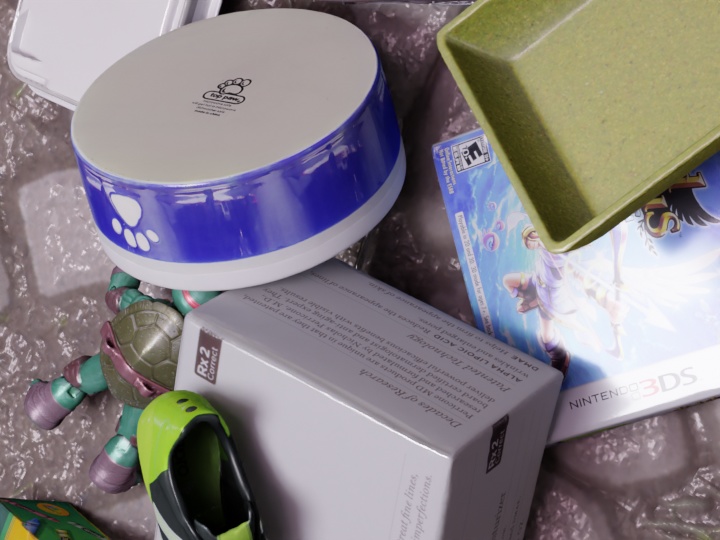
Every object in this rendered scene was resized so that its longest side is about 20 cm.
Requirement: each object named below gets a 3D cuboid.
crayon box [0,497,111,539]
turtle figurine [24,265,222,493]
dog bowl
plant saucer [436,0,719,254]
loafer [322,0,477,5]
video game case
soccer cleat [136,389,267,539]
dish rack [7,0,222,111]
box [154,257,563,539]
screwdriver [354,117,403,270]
[{"bbox_3d":[-0.198,0.232,1.554,0.200,0.058,0.120,21,103,64],"label":"crayon box"},{"bbox_3d":[-0.132,0.052,1.557,0.200,0.100,0.150,-45,71,27],"label":"turtle figurine"},{"bbox_3d":[-0.075,-0.078,1.459,0.199,0.200,0.079,8,131,28],"label":"dog bowl"},{"bbox_3d":[0.164,-0.123,1.369,0.200,0.048,0.200,-37,48,14],"label":"plant saucer"},{"bbox_3d":[0.007,-0.193,1.494,0.199,0.063,0.072,13,78,45],"label":"loafer"},{"bbox_3d":[0.151,-0.008,1.428,0.180,0.045,0.201,-19,82,26],"label":"video game case"},{"bbox_3d":[-0.080,0.167,1.366,0.081,0.067,0.201,14,123,68],"label":"soccer cleat"},{"bbox_3d":[-0.165,-0.199,1.585,0.171,0.043,0.201,24,102,35],"label":"dish rack"},{"bbox_3d":[-0.006,0.124,1.432,0.199,0.131,0.200,27,125,26],"label":"box"},{"bbox_3d":[0.000,0.000,1.517,0.029,0.028,0.201,38,113,53],"label":"screwdriver"}]
